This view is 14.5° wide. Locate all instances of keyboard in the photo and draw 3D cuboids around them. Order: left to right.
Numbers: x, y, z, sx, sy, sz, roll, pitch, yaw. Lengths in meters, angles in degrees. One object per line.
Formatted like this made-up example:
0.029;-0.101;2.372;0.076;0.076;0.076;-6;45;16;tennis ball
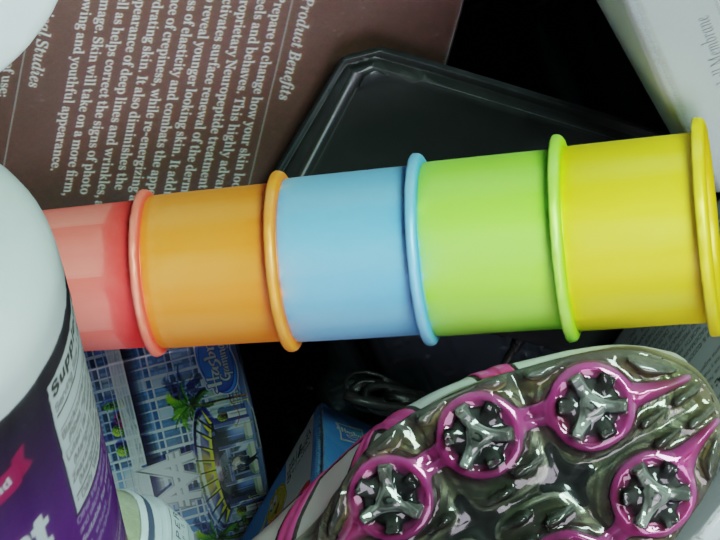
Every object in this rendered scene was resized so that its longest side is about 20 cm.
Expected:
0.053;0.006;0.866;0.199;0.021;0.128;16;115;-29;keyboard

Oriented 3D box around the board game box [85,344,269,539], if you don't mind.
-0.124;0.110;0.948;0.199;0.062;0.201;-16;130;-8;board game box

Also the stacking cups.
0.000;0.000;0.785;0.199;0.061;0.061;-7;131;10;stacking cups

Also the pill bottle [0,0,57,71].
-0.129;-0.127;0.670;0.114;0.200;0.115;-9;129;-12;pill bottle

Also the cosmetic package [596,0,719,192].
0.137;-0.149;0.757;0.199;0.123;0.199;-29;154;4;cosmetic package

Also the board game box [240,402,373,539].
0.029;0.169;0.934;0.195;0.056;0.201;25;116;-12;board game box

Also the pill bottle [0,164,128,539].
-0.125;0.035;0.727;0.111;0.112;0.201;-15;138;-7;pill bottle

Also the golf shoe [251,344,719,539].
0.016;0.076;0.804;0.199;0.092;0.073;-33;94;18;golf shoe

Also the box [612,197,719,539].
0.175;0.071;0.852;0.199;0.102;0.113;24;116;-23;box

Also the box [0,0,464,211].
-0.079;-0.065;0.821;0.199;0.075;0.101;3;126;-19;box

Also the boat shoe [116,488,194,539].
-0.132;0.142;0.892;0.062;0.072;0.200;30;103;-30;boat shoe
